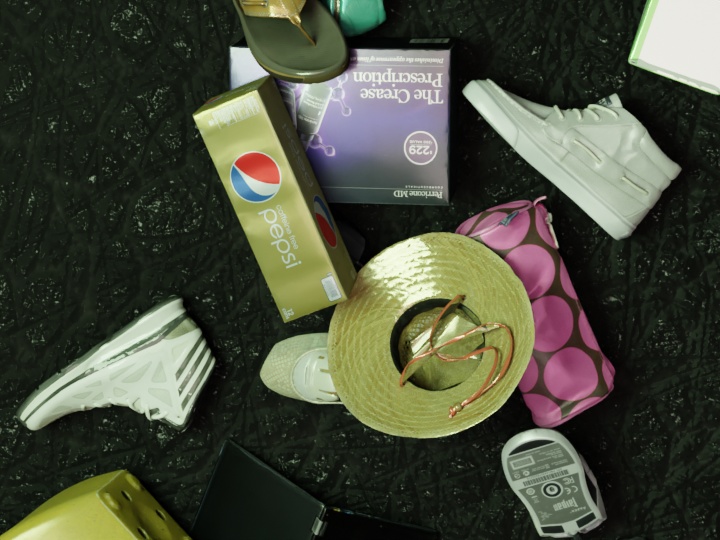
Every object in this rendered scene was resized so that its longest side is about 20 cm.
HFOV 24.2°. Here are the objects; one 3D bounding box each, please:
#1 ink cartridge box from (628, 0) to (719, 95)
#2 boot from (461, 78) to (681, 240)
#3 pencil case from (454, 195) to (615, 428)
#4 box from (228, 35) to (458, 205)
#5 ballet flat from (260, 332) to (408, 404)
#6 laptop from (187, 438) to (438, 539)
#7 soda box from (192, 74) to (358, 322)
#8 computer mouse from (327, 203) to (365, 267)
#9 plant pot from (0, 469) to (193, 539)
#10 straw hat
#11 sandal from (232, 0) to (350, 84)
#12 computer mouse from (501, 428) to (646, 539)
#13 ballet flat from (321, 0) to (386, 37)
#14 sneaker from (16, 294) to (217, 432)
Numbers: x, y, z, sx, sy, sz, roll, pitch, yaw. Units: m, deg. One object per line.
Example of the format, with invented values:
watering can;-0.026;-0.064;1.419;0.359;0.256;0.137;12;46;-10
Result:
ink cartridge box;0.284;-0.233;1.384;0.083;0.200;0.147;19;104;6
boot;0.190;-0.125;1.493;0.200;0.074;0.096;40;98;-10
pencil case;0.161;0.036;1.518;0.093;0.091;0.201;-24;100;-1
box;-0.013;-0.135;1.509;0.198;0.079;0.143;1;107;8
ballet flat;-0.001;0.096;1.563;0.198;0.062;0.068;1;102;9
laptop;-0.060;0.291;1.640;0.199;0.116;0.189;16;106;-25
soda box;-0.072;-0.063;1.462;0.064;0.068;0.201;-19;104;14
computer mouse;0.000;0.000;1.559;0.200;0.034;0.059;39;103;-1
plant pot;-0.261;0.303;1.580;0.200;0.194;0.196;-43;89;9
straw hat;0.075;0.073;1.488;0.199;0.085;0.203;-12;63;23
sandal;-0.072;-0.245;1.462;0.081;0.055;0.201;-19;63;-4
computer mouse;0.190;0.212;1.549;0.109;0.044;0.201;-16;120;16
ballet flat;-0.003;-0.309;1.487;0.070;0.067;0.202;-6;102;-15
sneaker;-0.224;0.122;1.595;0.200;0.076;0.116;-33;93;11
